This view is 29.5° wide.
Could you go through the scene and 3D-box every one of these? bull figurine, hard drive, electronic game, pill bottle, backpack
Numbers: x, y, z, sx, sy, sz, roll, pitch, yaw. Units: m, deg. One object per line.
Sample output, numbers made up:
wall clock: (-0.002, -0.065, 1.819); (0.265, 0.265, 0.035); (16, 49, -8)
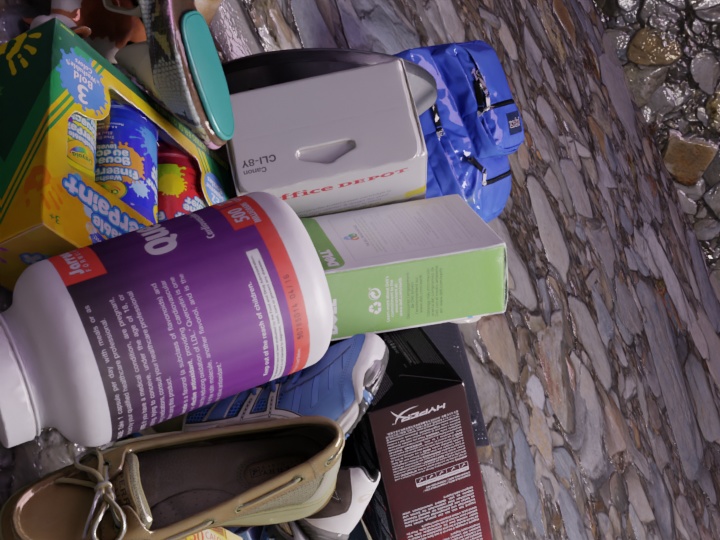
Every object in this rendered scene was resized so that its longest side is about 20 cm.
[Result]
bull figurine: (-0.190, -0.203, 1.018); (0.121, 0.065, 0.200); (50, 35, -51)
hard drive: (0.067, 0.085, 1.369); (0.135, 0.042, 0.201); (10, 62, -63)
electronic game: (-0.035, -0.147, 1.142); (0.200, 0.199, 0.042); (17, 69, -61)
pill bottle: (-0.124, 0.032, 0.803); (0.112, 0.200, 0.113); (50, -30, 42)
backpack: (0.084, -0.134, 1.437); (0.162, 0.167, 0.201); (-24, 97, -60)

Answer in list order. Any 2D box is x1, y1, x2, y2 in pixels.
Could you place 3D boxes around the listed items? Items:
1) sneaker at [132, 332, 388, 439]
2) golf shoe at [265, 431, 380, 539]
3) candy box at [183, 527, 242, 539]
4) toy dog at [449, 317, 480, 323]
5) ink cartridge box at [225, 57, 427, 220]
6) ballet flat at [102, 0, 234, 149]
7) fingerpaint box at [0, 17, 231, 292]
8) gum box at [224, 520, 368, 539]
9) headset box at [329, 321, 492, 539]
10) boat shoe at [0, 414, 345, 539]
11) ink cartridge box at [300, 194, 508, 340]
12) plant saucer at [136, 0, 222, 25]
sneaker: (-0.067, 0.093, 0.886); (0.077, 0.200, 0.076); (48, 27, -17)
golf shoe: (-0.048, 0.107, 0.981); (0.078, 0.095, 0.200); (14, 34, -50)
candy box: (-0.121, 0.242, 0.815); (0.115, 0.055, 0.200); (40, 37, -47)
toy dog: (-0.004, 0.035, 1.138); (0.132, 0.199, 0.096); (-116, -153, -43)
ink cartridge box: (-0.025, -0.082, 1.089); (0.200, 0.145, 0.084); (85, -8, -76)
ballet flat: (-0.141, -0.179, 0.947); (0.069, 0.071, 0.201); (-52, 131, -74)
fingerpaint box: (-0.168, -0.042, 0.923); (0.200, 0.073, 0.167); (41, 36, -48)
gum box: (-0.029, 0.261, 1.015); (0.200, 0.044, 0.170); (69, 23, -2)
headset box: (0.037, 0.147, 1.027); (0.149, 0.075, 0.200); (-127, -157, -64)
boat shoe: (-0.107, 0.123, 0.787); (0.063, 0.200, 0.073); (106, -27, -55)
ink cartridge box: (0.000, 0.000, 1.033); (0.104, 0.199, 0.059); (-124, -152, -60)
plant saucer: (-0.144, -0.273, 1.046); (0.200, 0.035, 0.201); (-13, 90, -75)
